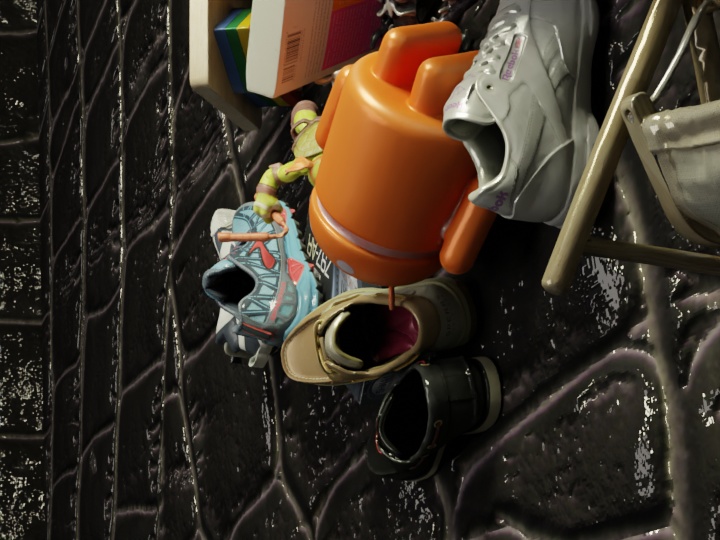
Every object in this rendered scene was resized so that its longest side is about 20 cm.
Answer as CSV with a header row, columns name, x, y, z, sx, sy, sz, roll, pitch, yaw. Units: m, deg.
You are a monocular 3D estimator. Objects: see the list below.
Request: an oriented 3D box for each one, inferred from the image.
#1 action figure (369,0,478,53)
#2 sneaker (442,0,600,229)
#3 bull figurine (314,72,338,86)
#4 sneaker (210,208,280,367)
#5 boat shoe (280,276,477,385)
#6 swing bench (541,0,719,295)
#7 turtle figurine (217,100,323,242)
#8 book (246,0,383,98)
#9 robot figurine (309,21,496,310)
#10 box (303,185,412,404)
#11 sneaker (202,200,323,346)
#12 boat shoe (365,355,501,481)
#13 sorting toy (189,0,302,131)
name,x,y,z,sx,sy,sz,roll,pitch,yaw
action figure,0.050,-0.205,1.018,0.118,0.102,0.201,20,142,48
sneaker,0.100,-0.128,0.879,0.075,0.098,0.203,141,129,-64
bull figurine,-0.029,-0.245,1.272,0.200,0.064,0.123,-124,43,-55
sneaker,-0.124,0.027,1.472,0.199,0.079,0.131,47,124,48
boat shoe,-0.002,0.049,1.079,0.199,0.066,0.075,-23,83,43
swing bench,0.189,-0.083,0.614,0.199,0.128,0.203,177,100,-69
turtle figurine,-0.035,-0.101,1.162,0.065,0.199,0.162,57,-166,-22
book,-0.015,-0.222,1.081,0.048,0.200,0.135,21,118,24
robot figurine,0.030,-0.072,0.973,0.117,0.142,0.201,-68,-2,-55
box,0.000,0.000,1.204,0.200,0.043,0.162,-130,46,-60
sneaker,-0.099,-0.006,1.270,0.201,0.094,0.080,-119,38,-53
boat shoe,0.040,0.116,1.070,0.201,0.062,0.075,131,132,-61
sorting toy,-0.107,-0.257,1.366,0.199,0.069,0.203,31,-122,-78
